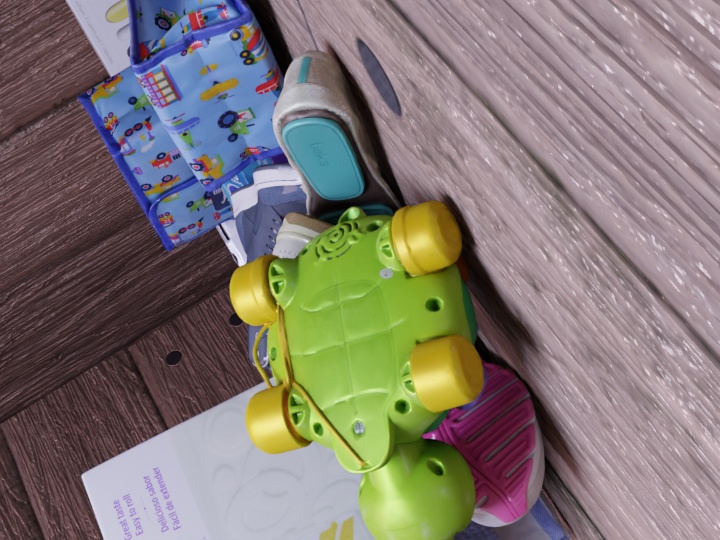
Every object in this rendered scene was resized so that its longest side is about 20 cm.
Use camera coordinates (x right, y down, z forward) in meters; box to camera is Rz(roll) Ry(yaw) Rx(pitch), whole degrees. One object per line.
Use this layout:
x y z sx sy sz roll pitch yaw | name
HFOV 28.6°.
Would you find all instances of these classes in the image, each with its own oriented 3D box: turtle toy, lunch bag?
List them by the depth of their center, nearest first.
0.014 0.060 0.800 0.101 0.144 0.203 19 -122 -59 | turtle toy
-0.129 -0.191 1.077 0.151 0.093 0.201 64 -178 -55 | lunch bag
-0.146 -0.110 1.306 0.094 0.150 0.201 54 172 35 | lunch bag

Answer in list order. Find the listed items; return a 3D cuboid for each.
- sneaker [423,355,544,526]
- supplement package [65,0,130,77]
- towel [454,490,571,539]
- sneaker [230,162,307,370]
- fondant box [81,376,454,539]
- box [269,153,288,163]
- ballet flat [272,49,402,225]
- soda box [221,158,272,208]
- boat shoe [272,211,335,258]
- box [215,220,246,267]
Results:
0.074 0.104 0.906 0.089 0.081 0.200 61 -178 -29 | sneaker
-0.249 -0.280 1.530 0.201 0.110 0.156 57 174 15 | supplement package
0.041 0.157 0.970 0.148 0.198 0.024 58 138 23 | towel
-0.044 -0.003 1.037 0.202 0.076 0.148 154 109 -74 | sneaker
-0.057 0.154 0.887 0.145 0.198 0.058 63 180 25 | fondant box
0.000 0.000 1.158 0.201 0.039 0.137 55 172 33 | box
-0.008 -0.063 0.908 0.201 0.066 0.063 74 -166 -55 | ballet flat
-0.080 -0.080 1.243 0.064 0.068 0.201 35 161 34 | soda box
-0.031 0.035 0.944 0.073 0.067 0.201 19 157 19 | boat shoe
-0.091 -0.032 1.477 0.201 0.096 0.176 59 174 1 | box
